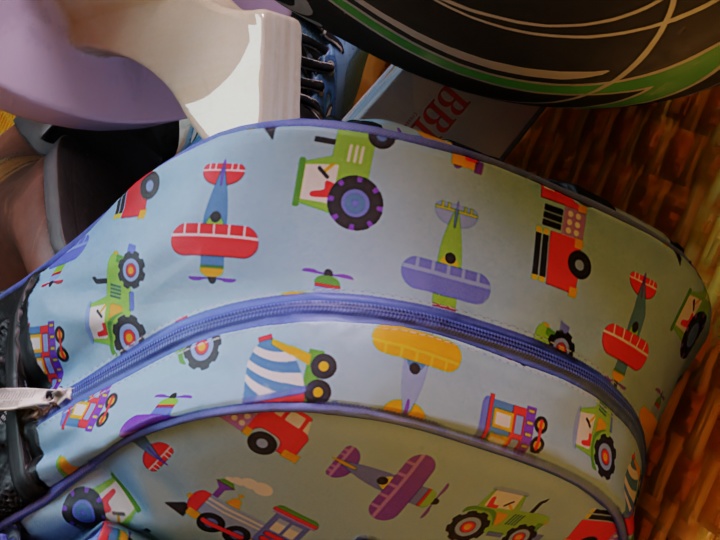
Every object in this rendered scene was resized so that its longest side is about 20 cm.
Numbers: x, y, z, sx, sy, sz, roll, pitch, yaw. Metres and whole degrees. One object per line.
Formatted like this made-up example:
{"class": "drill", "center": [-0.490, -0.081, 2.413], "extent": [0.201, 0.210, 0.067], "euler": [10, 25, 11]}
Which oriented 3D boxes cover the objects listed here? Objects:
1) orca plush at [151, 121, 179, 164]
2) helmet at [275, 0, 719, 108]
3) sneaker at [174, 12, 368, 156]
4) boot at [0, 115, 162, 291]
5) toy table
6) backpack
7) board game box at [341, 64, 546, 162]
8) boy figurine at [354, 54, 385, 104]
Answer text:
{"class": "orca plush", "center": [-0.102, -0.071, 1.209], "extent": [0.200, 0.071, 0.106], "euler": [-37, 38, 46]}
{"class": "helmet", "center": [0.056, -0.133, 0.724], "extent": [0.200, 0.190, 0.201], "euler": [-167, 90, -88]}
{"class": "sneaker", "center": [-0.028, -0.054, 1.099], "extent": [0.090, 0.078, 0.201], "euler": [-14, 52, 57]}
{"class": "boot", "center": [-0.153, 0.031, 1.047], "extent": [0.200, 0.068, 0.188], "euler": [-47, 28, 11]}
{"class": "toy table", "center": [-0.067, -0.118, 0.970], "extent": [0.117, 0.199, 0.185], "euler": [-9, 87, 43]}
{"class": "backpack", "center": [-0.010, 0.054, 0.742], "extent": [0.200, 0.182, 0.135], "euler": [-37, 40, 45]}
{"class": "board game box", "center": [0.014, -0.038, 0.898], "extent": [0.200, 0.041, 0.200], "euler": [-50, 3, -36]}
{"class": "boy figurine", "center": [-0.005, -0.164, 1.217], "extent": [0.064, 0.124, 0.201], "euler": [43, 143, 52]}
